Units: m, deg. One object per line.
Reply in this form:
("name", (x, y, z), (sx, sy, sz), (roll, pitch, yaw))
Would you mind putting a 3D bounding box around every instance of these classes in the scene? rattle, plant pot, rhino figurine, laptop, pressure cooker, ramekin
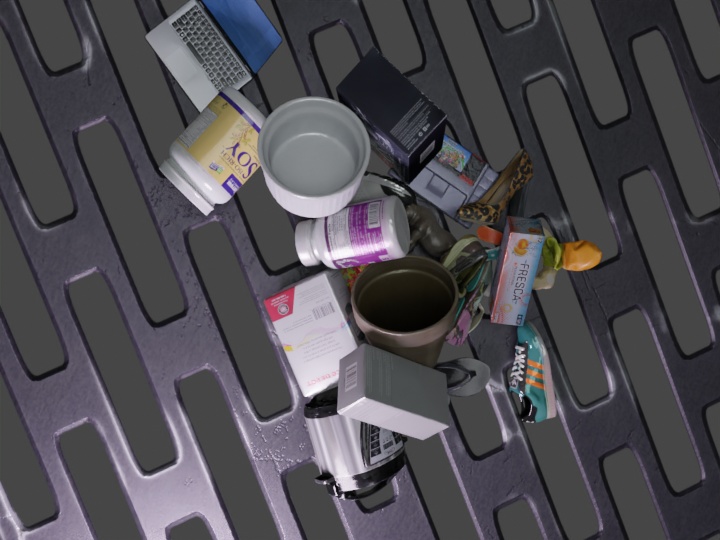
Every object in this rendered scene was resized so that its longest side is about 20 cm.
("rattle", (0.336, -0.037, 1.543), (0.198, 0.142, 0.133), (29, 88, -31))
("plant pot", (0.086, 0.102, 1.499), (0.195, 0.202, 0.176), (-13, 133, -6))
("rhino figurine", (0.119, -0.073, 1.581), (0.087, 0.060, 0.200), (-44, 94, 0))
("laptop", (-0.275, -0.430, 1.497), (0.199, 0.116, 0.189), (-38, 95, -5))
("pressure cooker", (-0.003, 0.322, 1.521), (0.171, 0.179, 0.205), (-15, 93, 9))
("ramekin", (-0.082, -0.194, 1.426), (0.195, 0.098, 0.206), (2, 66, -4))

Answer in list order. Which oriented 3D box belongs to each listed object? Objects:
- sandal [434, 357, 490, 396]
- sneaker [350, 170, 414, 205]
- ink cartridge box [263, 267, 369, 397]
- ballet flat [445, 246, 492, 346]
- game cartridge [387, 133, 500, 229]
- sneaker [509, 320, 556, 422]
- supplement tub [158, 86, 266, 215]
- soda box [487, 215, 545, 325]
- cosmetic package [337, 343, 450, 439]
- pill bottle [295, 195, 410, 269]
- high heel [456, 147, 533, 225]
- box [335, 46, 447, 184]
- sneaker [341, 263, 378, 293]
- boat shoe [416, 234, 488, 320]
("sandal", (0.165, 0.212, 1.600), (0.194, 0.043, 0.078), (2, 91, -7))
("sneaker", (0.010, -0.152, 1.553), (0.195, 0.074, 0.082), (17, 98, 15))
("ink cartridge box", (-0.074, 0.114, 1.526), (0.145, 0.086, 0.204), (-21, 96, 20))
("ballet flat", (0.222, 0.055, 1.596), (0.070, 0.069, 0.204), (28, 85, -24))
("game cartridge", (0.166, -0.192, 1.598), (0.198, 0.038, 0.131), (33, 91, -6))
("sneaker", (0.332, 0.205, 1.606), (0.078, 0.071, 0.205), (-14, 94, -10))
("supplement tub", (-0.260, -0.219, 1.489), (0.145, 0.145, 0.201), (43, 87, -6))
("soda box", (0.290, 0.002, 1.515), (0.066, 0.064, 0.204), (6, 123, -1))
("cosmetic package", (0.061, 0.217, 1.428), (0.197, 0.090, 0.109), (27, 47, -31))
("pill bottle", (-0.016, -0.064, 1.472), (0.195, 0.112, 0.116), (-9, 92, 19))
("high heel", (0.256, -0.164, 1.553), (0.197, 0.071, 0.147), (-6, 107, -41))
("box", (0.058, -0.277, 1.481), (0.104, 0.200, 0.182), (-45, 81, -3))
("sneaker", (0.000, 0.000, 1.553), (0.076, 0.090, 0.205), (20, 90, -8))
("boat shoe", (0.174, 0.027, 1.548), (0.071, 0.066, 0.203), (9, 122, -43))
